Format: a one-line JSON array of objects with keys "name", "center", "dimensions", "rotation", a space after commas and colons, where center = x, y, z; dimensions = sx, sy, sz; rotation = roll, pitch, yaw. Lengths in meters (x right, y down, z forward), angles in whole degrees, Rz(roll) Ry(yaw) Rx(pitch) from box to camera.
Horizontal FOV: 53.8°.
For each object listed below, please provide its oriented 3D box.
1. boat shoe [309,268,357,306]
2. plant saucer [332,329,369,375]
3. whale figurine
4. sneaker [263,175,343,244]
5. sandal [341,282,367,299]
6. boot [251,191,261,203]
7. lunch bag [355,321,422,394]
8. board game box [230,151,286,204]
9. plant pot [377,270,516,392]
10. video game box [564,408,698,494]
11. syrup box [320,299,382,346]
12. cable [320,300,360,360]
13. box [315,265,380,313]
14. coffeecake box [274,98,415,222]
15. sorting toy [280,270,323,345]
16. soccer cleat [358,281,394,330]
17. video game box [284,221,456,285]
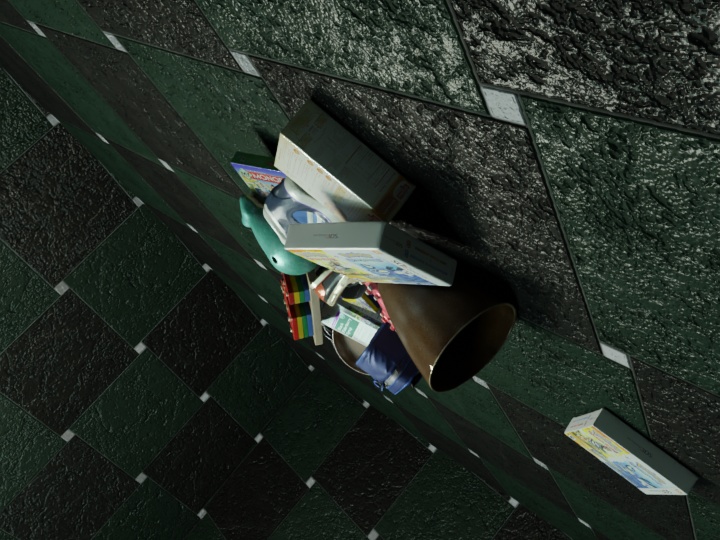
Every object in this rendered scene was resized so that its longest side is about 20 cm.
[{"name": "boat shoe", "center": [-0.017, -0.004, 1.337], "dimensions": [0.063, 0.071, 0.200], "rotation": [47, 125, -3]}, {"name": "plant saucer", "center": [0.029, 0.165, 1.760], "dimensions": [0.200, 0.200, 0.032], "rotation": [39, -155, -5]}, {"name": "whale figurine", "center": [-0.160, -0.067, 1.339], "dimensions": [0.199, 0.104, 0.160], "rotation": [29, 144, 18]}, {"name": "sneaker", "center": [-0.072, -0.082, 1.225], "dimensions": [0.199, 0.081, 0.146], "rotation": [29, 141, -17]}, {"name": "sandal", "center": [0.000, -0.001, 1.393], "dimensions": [0.042, 0.077, 0.200], "rotation": [5, 157, -26]}, {"name": "boot", "center": [-0.113, -0.101, 1.417], "dimensions": [0.211, 0.080, 0.157], "rotation": [40, 170, -24]}, {"name": "lunch bag", "center": [0.089, 0.164, 1.492], "dimensions": [0.132, 0.201, 0.136], "rotation": [34, 161, 2]}, {"name": "board game box", "center": [-0.127, -0.153, 1.300], "dimensions": [0.198, 0.029, 0.135], "rotation": [14, 157, 30]}, {"name": "plant pot", "center": [0.124, 0.065, 1.186], "dimensions": [0.200, 0.186, 0.187], "rotation": [46, 173, 33]}, {"name": "video game box", "center": [0.500, 0.344, 1.334], "dimensions": [0.199, 0.047, 0.182], "rotation": [36, 164, 10]}, {"name": "syrup box", "center": [0.006, 0.116, 1.678], "dimensions": [0.198, 0.082, 0.079], "rotation": [27, 127, 1]}, {"name": "cable", "center": [-0.023, 0.135, 1.808], "dimensions": [0.162, 0.051, 0.202], "rotation": [-26, 92, 31]}, {"name": "box", "center": [-0.021, 0.028, 1.549], "dimensions": [0.070, 0.064, 0.199], "rotation": [47, 165, -31]}, {"name": "coffeecake box", "center": [-0.029, -0.144, 1.074], "dimensions": [0.199, 0.073, 0.154], "rotation": [39, 166, -2]}, {"name": "sorting toy", "center": [-0.144, 0.037, 1.624], "dimensions": [0.200, 0.069, 0.202], "rotation": [-111, 13, -46]}, {"name": "soccer cleat", "center": [0.066, 0.054, 1.321], "dimensions": [0.067, 0.076, 0.201], "rotation": [37, 165, 47]}, {"name": "video game box", "center": [0.015, -0.024, 1.080], "dimensions": [0.198, 0.047, 0.181], "rotation": [2, 162, 44]}]
